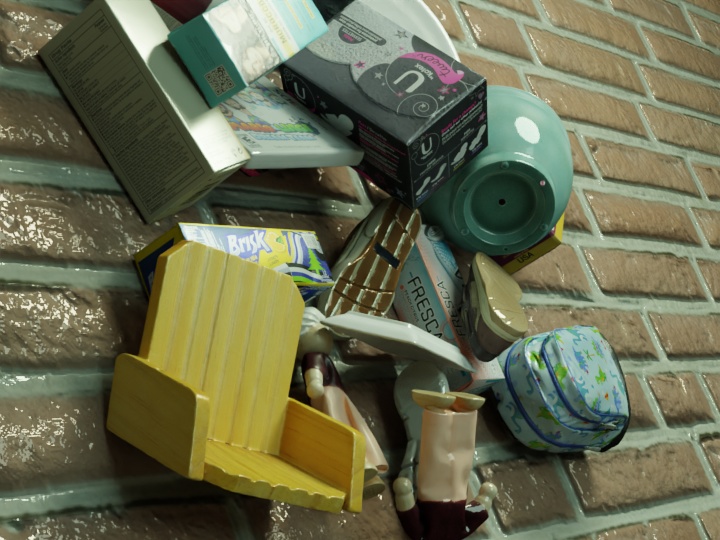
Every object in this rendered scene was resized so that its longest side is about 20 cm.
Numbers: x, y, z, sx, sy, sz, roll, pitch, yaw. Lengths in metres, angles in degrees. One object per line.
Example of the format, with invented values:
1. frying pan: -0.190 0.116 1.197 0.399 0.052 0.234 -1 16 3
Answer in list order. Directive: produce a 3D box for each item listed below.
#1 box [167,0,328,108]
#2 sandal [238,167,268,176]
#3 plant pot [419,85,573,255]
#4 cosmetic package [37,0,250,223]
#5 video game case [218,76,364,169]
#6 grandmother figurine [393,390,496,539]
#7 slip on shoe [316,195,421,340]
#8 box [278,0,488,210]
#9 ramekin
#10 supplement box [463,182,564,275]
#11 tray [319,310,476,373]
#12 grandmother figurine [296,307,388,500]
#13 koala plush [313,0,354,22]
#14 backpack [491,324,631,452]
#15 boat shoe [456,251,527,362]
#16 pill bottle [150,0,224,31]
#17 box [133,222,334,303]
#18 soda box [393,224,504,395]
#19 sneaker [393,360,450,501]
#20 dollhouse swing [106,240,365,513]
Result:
1. box: -0.108 -0.237 1.448 0.082 0.049 0.200 58 32 -11
2. sandal: -0.129 -0.129 1.529 0.200 0.045 0.075 1 34 -48
3. plant pot: 0.159 -0.099 1.698 0.200 0.200 0.134 43 17 -21
4. cosmetic package: -0.208 -0.159 1.398 0.200 0.103 0.073 59 31 1
5. video game case: -0.116 -0.163 1.525 0.182 0.024 0.200 39 24 25
6. grandmother figurine: 0.079 0.219 1.399 0.121 0.061 0.201 7 91 -24
7. slip on shoe: 0.000 0.000 1.581 0.076 0.061 0.200 43 53 -23
8. box: 0.027 -0.188 1.607 0.200 0.115 0.132 37 66 27
9. ramekin: 0.029 -0.264 1.814 0.200 0.098 0.201 34 37 -31
10. supplement box: 0.161 -0.110 1.850 0.200 0.103 0.131 44 34 -20
11. tray: 0.044 0.071 1.487 0.200 0.107 0.022 29 73 -65
12. grandmother figurine: -0.028 0.125 1.411 0.121 0.060 0.200 85 -14 -59
13. koala plush: -0.105 -0.377 1.686 0.177 0.184 0.200 11 42 -50
14. backpack: 0.235 0.138 1.716 0.200 0.154 0.164 -2 69 -40
15. boat shoe: 0.139 0.039 1.606 0.072 0.065 0.200 37 17 -15
16. pill bottle: -0.197 -0.302 1.523 0.200 0.110 0.110 34 38 -25
17. box: -0.118 0.000 1.406 0.200 0.070 0.064 3 61 -52
18. soda box: 0.087 0.048 1.648 0.068 0.064 0.200 3 60 -52
19. sneaker: 0.085 0.195 1.507 0.082 0.077 0.201 44 39 -55
20. dollhouse swing: -0.087 0.089 1.257 0.200 0.182 0.176 22 89 -42
